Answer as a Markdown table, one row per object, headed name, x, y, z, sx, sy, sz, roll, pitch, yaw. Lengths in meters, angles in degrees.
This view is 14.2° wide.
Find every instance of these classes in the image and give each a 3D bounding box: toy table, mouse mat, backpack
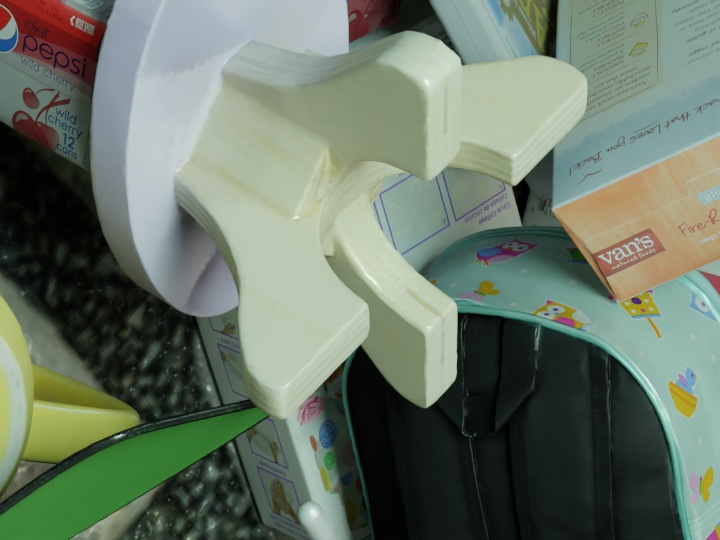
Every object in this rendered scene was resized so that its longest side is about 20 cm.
| name | x | y | z | sx | sy | sz | roll | pitch | yaw |
| --- | --- | --- | --- | --- | --- | --- | --- | --- | --- |
| toy table | -0.015 | -0.038 | 1.061 | 0.184 | 0.117 | 0.200 | -51 | 154 | -18 |
| mouse mat | -0.126 | 0.096 | 1.042 | 0.008 | 0.200 | 0.161 | 62 | 20 | 8 |
| backpack | 0.088 | 0.077 | 1.189 | 0.153 | 0.175 | 0.201 | -45 | 128 | -41 |

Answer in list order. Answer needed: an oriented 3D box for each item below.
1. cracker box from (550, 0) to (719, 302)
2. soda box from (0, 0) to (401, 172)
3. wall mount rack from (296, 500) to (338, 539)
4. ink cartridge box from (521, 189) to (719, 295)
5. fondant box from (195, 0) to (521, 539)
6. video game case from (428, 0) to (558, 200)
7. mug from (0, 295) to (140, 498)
| name | x | y | z | sx | sy | sz | roll | pitch | yaw |
| --- | --- | --- | --- | --- | --- | --- | --- | --- | --- |
| cracker box | 0.147 | -0.090 | 1.149 | 0.058 | 0.134 | 0.200 | 53 | 26 | -29 |
| soda box | -0.061 | -0.109 | 1.119 | 0.200 | 0.070 | 0.064 | -32 | 142 | -47 |
| wall mount rack | -0.046 | 0.169 | 1.165 | 0.075 | 0.199 | 0.174 | -48 | 127 | -67 |
| ink cartridge box | 0.160 | -0.055 | 1.301 | 0.084 | 0.145 | 0.201 | 13 | 93 | -42 |
| fondant box | 0.000 | 0.000 | 1.246 | 0.144 | 0.058 | 0.201 | -31 | 118 | -29 |
| video game case | 0.052 | -0.160 | 1.197 | 0.182 | 0.022 | 0.200 | -79 | 147 | -46 |
| mug | -0.180 | 0.032 | 1.049 | 0.186 | 0.153 | 0.150 | -27 | 116 | -31 |
